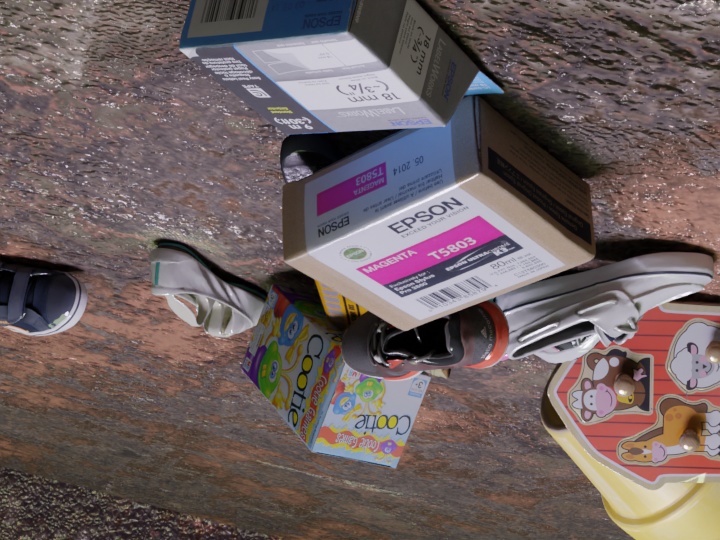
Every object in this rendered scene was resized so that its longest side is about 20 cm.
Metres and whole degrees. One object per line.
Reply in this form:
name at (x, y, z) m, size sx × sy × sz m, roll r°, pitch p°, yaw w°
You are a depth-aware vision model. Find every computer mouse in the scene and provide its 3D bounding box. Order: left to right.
computer mouse at (-0.018, -0.048, 1.402) m, size 0.058 × 0.034 × 0.201 m, roll -8°, pitch 136°, yaw 16°

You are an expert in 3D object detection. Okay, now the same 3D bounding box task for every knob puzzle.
knob puzzle at (0.275, 0.119, 1.547) m, size 0.217 × 0.222 × 0.030 m, roll 10°, pitch -160°, yaw 7°

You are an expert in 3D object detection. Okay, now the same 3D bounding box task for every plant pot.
plant pot at (0.292, 0.158, 1.666) m, size 0.188 × 0.202 × 0.200 m, roll 37°, pitch 154°, yaw -20°

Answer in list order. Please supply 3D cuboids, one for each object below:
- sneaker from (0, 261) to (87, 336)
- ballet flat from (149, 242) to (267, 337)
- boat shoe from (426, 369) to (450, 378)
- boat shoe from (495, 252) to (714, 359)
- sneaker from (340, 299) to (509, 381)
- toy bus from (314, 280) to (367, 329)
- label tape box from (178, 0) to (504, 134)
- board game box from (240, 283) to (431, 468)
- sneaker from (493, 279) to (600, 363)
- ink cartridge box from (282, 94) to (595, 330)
sneaker at (-0.407, 0.029, 1.887) m, size 0.198 × 0.079 × 0.079 m, roll 1°, pitch 165°, yaw 35°
ballet flat at (-0.163, 0.035, 1.768) m, size 0.069 × 0.070 × 0.200 m, roll 0°, pitch 158°, yaw 33°
boat shoe at (0.062, 0.071, 1.715) m, size 0.062 × 0.074 × 0.200 m, roll 6°, pitch 162°, yaw 8°
boat shoe at (0.219, 0.035, 1.453) m, size 0.198 × 0.066 × 0.073 m, roll -15°, pitch 160°, yaw 21°
sneaker at (0.038, 0.057, 1.447) m, size 0.081 × 0.078 × 0.199 m, roll -3°, pitch 173°, yaw -41°
toy bus at (0.000, 0.000, 1.559) m, size 0.077 × 0.066 × 0.200 m, roll 11°, pitch 162°, yaw 9°
label tape box at (-0.008, -0.139, 1.150) m, size 0.143 × 0.064 × 0.200 m, roll 0°, pitch 158°, yaw 34°
board game box at (-0.029, 0.105, 1.678) m, size 0.104 × 0.104 × 0.200 m, roll 15°, pitch -167°, yaw -30°
sneaker at (0.153, 0.038, 1.560) m, size 0.086 × 0.081 × 0.199 m, roll 36°, pitch 146°, yaw -30°
ink cartridge box at (0.061, -0.039, 1.306) m, size 0.199 × 0.076 × 0.164 m, roll -23°, pitch 144°, yaw 34°
